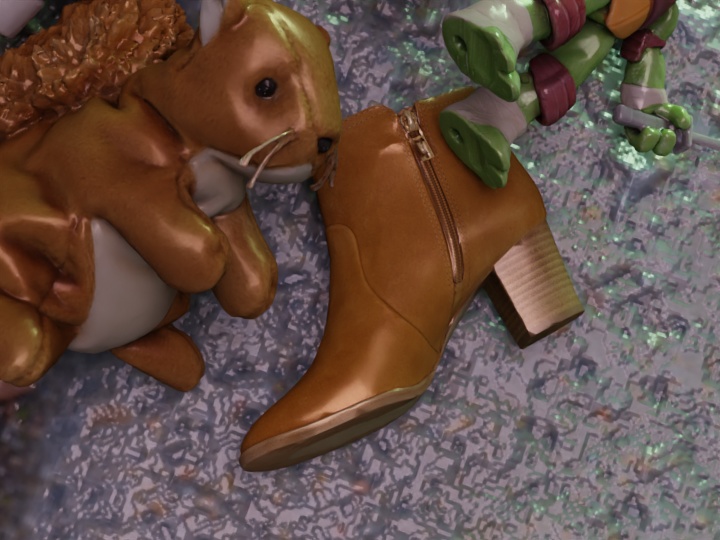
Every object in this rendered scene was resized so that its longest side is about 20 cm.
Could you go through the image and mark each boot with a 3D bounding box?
[{"bbox_3d":[0.001,0.000,0.850,0.201,0.071,0.144,-27,79,-16],"label":"boot"}]

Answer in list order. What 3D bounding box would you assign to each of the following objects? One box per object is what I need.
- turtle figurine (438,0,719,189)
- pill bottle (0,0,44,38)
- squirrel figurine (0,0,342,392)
[{"bbox_3d":[0.145,-0.107,0.820,0.194,0.144,0.200,-32,92,-20],"label":"turtle figurine"},{"bbox_3d":[-0.130,-0.211,0.808,0.111,0.111,0.200,44,94,2],"label":"pill bottle"},{"bbox_3d":[-0.103,-0.066,0.791,0.187,0.141,0.200,-48,58,18],"label":"squirrel figurine"}]
